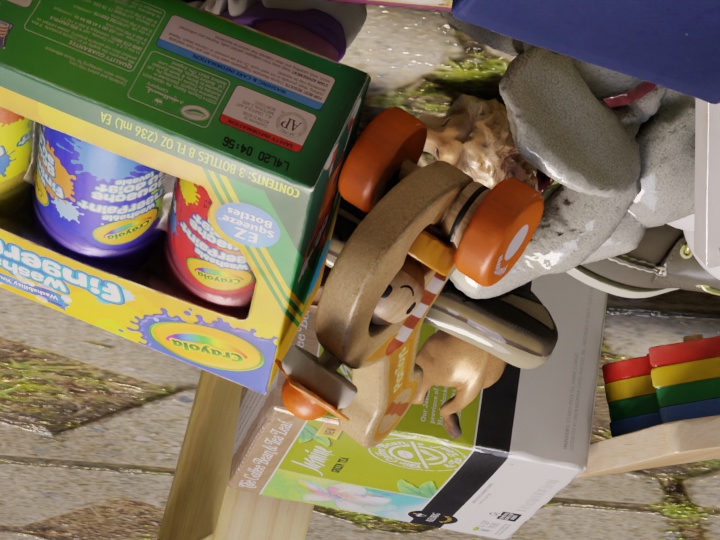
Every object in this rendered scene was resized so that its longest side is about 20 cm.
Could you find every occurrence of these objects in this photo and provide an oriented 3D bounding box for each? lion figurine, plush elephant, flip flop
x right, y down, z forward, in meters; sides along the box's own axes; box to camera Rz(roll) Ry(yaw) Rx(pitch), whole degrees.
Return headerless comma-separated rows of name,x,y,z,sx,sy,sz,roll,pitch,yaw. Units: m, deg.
lion figurine,0.061,0.002,1.472,0.072,0.201,0.122,-8,-171,-14
plush elephant,0.103,-0.090,1.218,0.200,0.165,0.155,2,143,45
flip flop,0.000,0.000,1.310,0.200,0.081,0.058,29,117,-4

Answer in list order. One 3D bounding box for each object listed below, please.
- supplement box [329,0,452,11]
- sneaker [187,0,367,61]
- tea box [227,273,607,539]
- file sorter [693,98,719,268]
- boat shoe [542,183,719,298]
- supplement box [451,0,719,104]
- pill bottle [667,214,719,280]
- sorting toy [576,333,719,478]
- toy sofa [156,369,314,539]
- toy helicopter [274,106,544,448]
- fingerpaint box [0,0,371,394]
supplement box,-0.021,-0.182,1.094,0.199,0.103,0.131,7,158,8
sneaker,-0.081,-0.089,1.391,0.080,0.089,0.200,22,157,-35
tea box,0.032,0.070,1.700,0.196,0.134,0.200,12,160,-6
file sorter,0.253,-0.055,1.114,0.200,0.125,0.139,-13,125,-13
boat shoe,0.192,-0.019,1.490,0.201,0.072,0.060,10,161,-23
supplement box,0.112,-0.177,0.912,0.109,0.200,0.109,16,159,-19
pill bottle,0.234,-0.033,1.373,0.200,0.112,0.112,21,156,-32
sorting toy,0.239,0.070,1.612,0.198,0.070,0.200,-7,174,-14
toy sofa,-0.079,0.132,1.819,0.097,0.200,0.083,23,155,-21
toy helicopter,0.008,0.031,1.198,0.079,0.132,0.200,32,155,15
fingerpaint box,-0.110,-0.048,1.199,0.200,0.073,0.167,22,146,4
